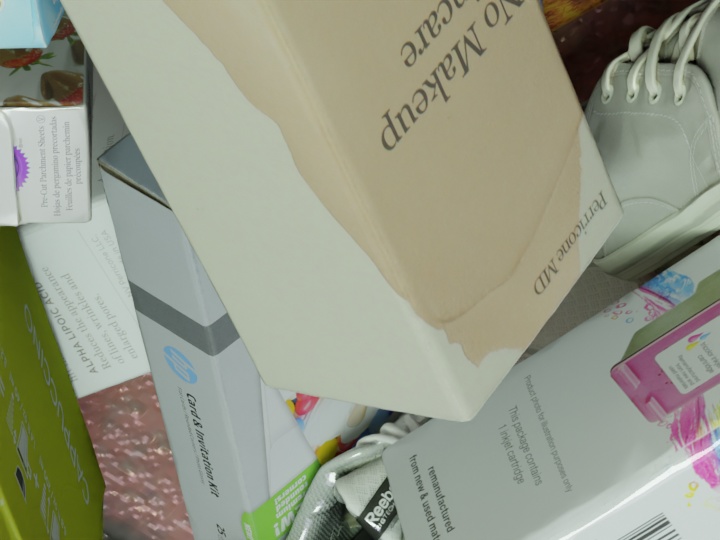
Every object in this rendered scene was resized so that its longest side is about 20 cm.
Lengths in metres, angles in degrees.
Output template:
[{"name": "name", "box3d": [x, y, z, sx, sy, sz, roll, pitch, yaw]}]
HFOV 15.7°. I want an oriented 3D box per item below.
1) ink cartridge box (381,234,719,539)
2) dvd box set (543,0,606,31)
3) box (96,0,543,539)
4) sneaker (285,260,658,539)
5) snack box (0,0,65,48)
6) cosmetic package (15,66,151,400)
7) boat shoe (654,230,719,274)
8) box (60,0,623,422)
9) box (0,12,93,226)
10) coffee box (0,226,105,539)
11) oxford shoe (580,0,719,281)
[{"name": "ink cartridge box", "box3d": [0.131, 0.069, 0.778, 0.200, 0.085, 0.145, -32, 122, 11]}, {"name": "dvd box set", "box3d": [0.076, -0.164, 0.826, 0.200, 0.029, 0.146, -28, 117, 19]}, {"name": "box", "box3d": [0.000, 0.000, 0.844, 0.041, 0.156, 0.200, 32, 148, 32]}, {"name": "sneaker", "box3d": [0.034, 0.069, 0.848, 0.200, 0.075, 0.081, -50, 138, -14]}, {"name": "snack box", "box3d": [-0.127, -0.122, 0.755, 0.116, 0.200, 0.037, -2, 122, 9]}, {"name": "cosmetic package", "box3d": [-0.134, 0.001, 0.898, 0.200, 0.102, 0.074, -21, 121, 17]}, {"name": "boat shoe", "box3d": [0.148, 0.065, 0.947, 0.073, 0.063, 0.200, -24, 119, 16]}, {"name": "box", "box3d": [-0.012, -0.064, 0.687, 0.078, 0.095, 0.200, 9, 139, 40]}, {"name": "box", "box3d": [-0.099, -0.081, 0.784, 0.039, 0.200, 0.042, -1, 124, -5]}, {"name": "coffee box", "box3d": [-0.193, 0.077, 0.764, 0.197, 0.200, 0.200, -10, 128, 6]}, {"name": "oxford shoe", "box3d": [0.105, -0.052, 0.777, 0.058, 0.075, 0.200, 42, 154, -3]}]
